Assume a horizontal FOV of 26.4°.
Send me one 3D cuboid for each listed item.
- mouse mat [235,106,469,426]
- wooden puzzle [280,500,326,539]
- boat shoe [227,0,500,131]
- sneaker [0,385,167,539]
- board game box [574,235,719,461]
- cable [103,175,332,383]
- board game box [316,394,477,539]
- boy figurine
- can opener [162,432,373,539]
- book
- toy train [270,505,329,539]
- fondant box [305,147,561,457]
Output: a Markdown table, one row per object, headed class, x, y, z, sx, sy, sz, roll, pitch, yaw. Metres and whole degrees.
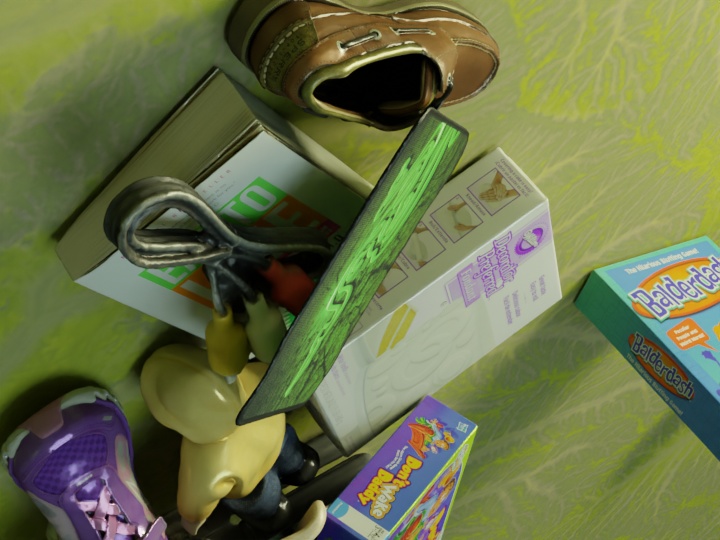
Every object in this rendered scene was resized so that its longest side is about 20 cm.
| class | x | y | z | sx | sy | sz | roll | pitch | yaw |
| --- | --- | --- | --- | --- | --- | --- | --- | --- | --- |
| mouse mat | 0.000 | 0.000 | 0.875 | 0.201 | 0.008 | 0.161 | -60 | 169 | 6 |
| wooden puzzle | -0.109 | 0.231 | 1.024 | 0.199 | 0.046 | 0.185 | -28 | 169 | -14 |
| boat shoe | 0.016 | -0.105 | 0.834 | 0.199 | 0.068 | 0.072 | -6 | 135 | -47 |
| sneaker | -0.160 | 0.150 | 0.958 | 0.080 | 0.089 | 0.201 | -30 | 148 | -15 |
| board game box | 0.295 | 0.065 | 1.260 | 0.151 | 0.200 | 0.045 | -16 | 142 | -38 |
| cable | -0.062 | -0.001 | 0.813 | 0.097 | 0.050 | 0.200 | -35 | 157 | -2 |
| board game box | 0.014 | 0.203 | 1.113 | 0.134 | 0.045 | 0.201 | -45 | 157 | -39 |
| boy figurine | -0.088 | 0.112 | 1.003 | 0.125 | 0.064 | 0.200 | -60 | 153 | -16 |
| can opener | -0.084 | 0.177 | 1.141 | 0.199 | 0.054 | 0.067 | -27 | 180 | -24 |
| book | -0.069 | -0.021 | 0.882 | 0.133 | 0.048 | 0.200 | -41 | 153 | 10 |
| toy train | -0.049 | 0.260 | 1.255 | 0.114 | 0.085 | 0.201 | -23 | 146 | -53 |
| fondant box | 0.041 | 0.025 | 1.054 | 0.200 | 0.058 | 0.145 | -37 | 151 | -9 |
